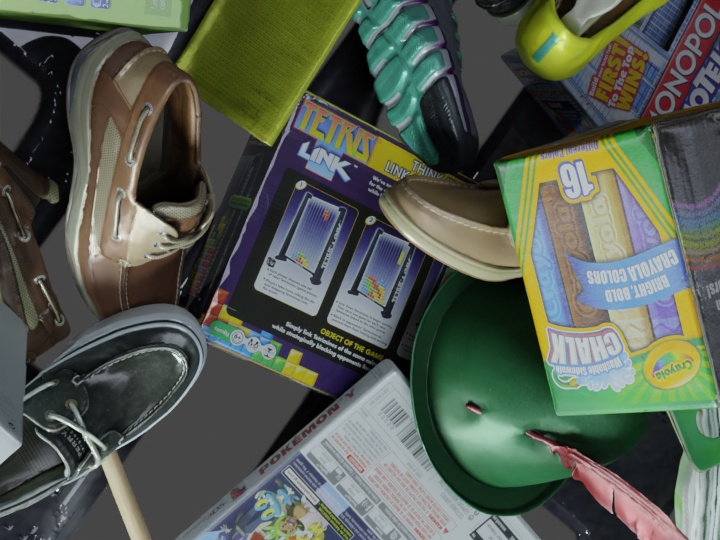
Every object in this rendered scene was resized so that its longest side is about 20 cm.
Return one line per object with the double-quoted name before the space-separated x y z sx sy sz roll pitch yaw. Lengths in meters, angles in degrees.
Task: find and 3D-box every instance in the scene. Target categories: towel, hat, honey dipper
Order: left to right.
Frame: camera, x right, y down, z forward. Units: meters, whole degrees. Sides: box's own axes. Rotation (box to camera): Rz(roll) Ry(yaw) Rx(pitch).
"honey dipper" -0.134 0.175 1.005 0.038 0.038 0.202 -24 104 -20
"towel" -0.034 -0.182 0.970 0.086 0.018 0.201 35 97 19
"hat" 0.154 0.083 0.983 0.200 0.175 0.166 46 64 -31
"towel" 0.228 0.138 1.090 0.030 0.200 0.151 4 96 6

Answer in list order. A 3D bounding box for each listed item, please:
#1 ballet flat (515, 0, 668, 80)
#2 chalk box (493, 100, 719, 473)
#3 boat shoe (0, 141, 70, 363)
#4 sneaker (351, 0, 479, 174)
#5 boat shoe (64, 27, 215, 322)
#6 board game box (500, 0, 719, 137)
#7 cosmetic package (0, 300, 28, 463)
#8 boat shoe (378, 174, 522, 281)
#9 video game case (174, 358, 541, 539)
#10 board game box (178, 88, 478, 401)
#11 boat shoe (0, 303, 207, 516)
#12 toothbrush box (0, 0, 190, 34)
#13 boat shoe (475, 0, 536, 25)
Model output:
"ballet flat" 0.175 -0.197 1.036 0.067 0.067 0.200 43 68 4
"chalk box" 0.180 0.012 0.934 0.124 0.123 0.202 -18 97 -41
"boat shoe" -0.213 -0.043 0.929 0.074 0.075 0.204 -19 115 -24
"sneaker" 0.043 -0.162 1.006 0.087 0.074 0.202 -22 85 -30
"boat shoe" -0.124 -0.038 0.930 0.076 0.071 0.202 -38 141 -39
"board game box" 0.206 -0.137 1.112 0.199 0.062 0.201 32 83 -25
"cosmetic package" -0.262 0.107 0.846 0.200 0.151 0.052 -42 110 5
"boat shoe" 0.101 -0.035 1.002 0.198 0.071 0.065 11 122 -35
"video game case" 0.006 0.182 1.044 0.182 0.023 0.200 -40 119 -1
"board game box" 0.000 0.000 1.036 0.199 0.057 0.167 26 83 -26
"boat shoe" -0.172 0.096 0.935 0.199 0.071 0.072 -34 113 -1
"toothbrush box" -0.195 -0.216 0.905 0.198 0.086 0.147 2 95 -26
"boat shoe" 0.118 -0.264 1.050 0.066 0.074 0.201 25 94 -36
